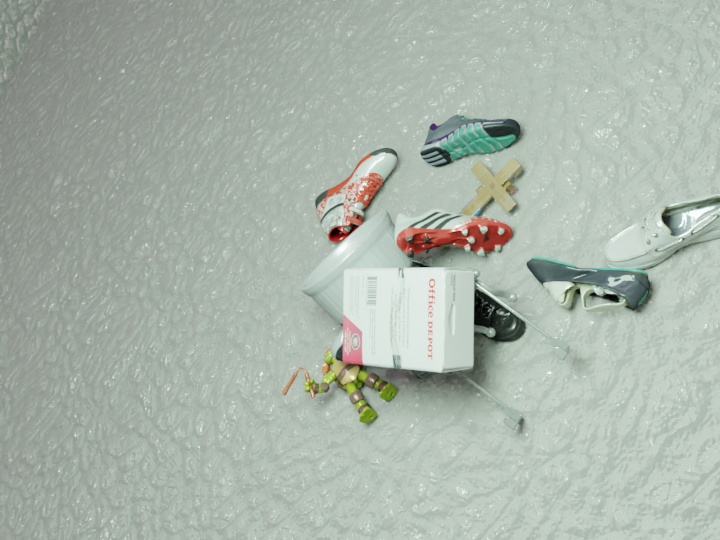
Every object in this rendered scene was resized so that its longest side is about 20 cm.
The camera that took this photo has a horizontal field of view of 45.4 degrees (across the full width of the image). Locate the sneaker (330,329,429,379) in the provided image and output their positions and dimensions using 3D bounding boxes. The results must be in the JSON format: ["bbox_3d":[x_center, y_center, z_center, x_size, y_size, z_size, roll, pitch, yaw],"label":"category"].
[{"bbox_3d":[0.054,0.127,1.405,0.197,0.076,0.115,-22,56,-2],"label":"sneaker"}]

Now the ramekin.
[{"bbox_3d":[0.000,0.000,1.475,0.200,0.098,0.201,-41,8,7],"label":"ramekin"}]

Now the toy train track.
[{"bbox_3d":[0.204,-0.109,1.476,0.200,0.032,0.115,-46,53,17],"label":"toy train track"}]

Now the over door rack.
[{"bbox_3d":[0.203,0.114,1.287,0.200,0.066,0.149,41,116,26],"label":"over door rack"}]

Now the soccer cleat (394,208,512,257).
[{"bbox_3d":[0.151,-0.070,1.419,0.196,0.069,0.086,-5,44,-4],"label":"soccer cleat"}]

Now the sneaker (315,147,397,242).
[{"bbox_3d":[0.002,-0.135,1.627,0.200,0.067,0.109,-35,50,24],"label":"sneaker"}]

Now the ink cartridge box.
[{"bbox_3d":[0.070,0.070,1.286,0.198,0.083,0.148,0,88,43],"label":"ink cartridge box"}]

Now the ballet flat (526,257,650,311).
[{"bbox_3d":[0.328,0.024,1.276,0.197,0.073,0.074,9,72,39],"label":"ballet flat"}]

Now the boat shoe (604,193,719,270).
[{"bbox_3d":[0.435,-0.062,1.233,0.198,0.069,0.072,-26,54,26],"label":"boat shoe"}]

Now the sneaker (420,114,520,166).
[{"bbox_3d":[0.194,-0.255,1.533,0.197,0.074,0.089,-11,55,35],"label":"sneaker"}]

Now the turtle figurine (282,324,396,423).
[{"bbox_3d":[-0.024,0.187,1.467,0.199,0.065,0.161,-38,53,-14],"label":"turtle figurine"}]

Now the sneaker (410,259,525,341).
[{"bbox_3d":[0.163,0.046,1.370,0.199,0.104,0.061,29,85,44],"label":"sneaker"}]
